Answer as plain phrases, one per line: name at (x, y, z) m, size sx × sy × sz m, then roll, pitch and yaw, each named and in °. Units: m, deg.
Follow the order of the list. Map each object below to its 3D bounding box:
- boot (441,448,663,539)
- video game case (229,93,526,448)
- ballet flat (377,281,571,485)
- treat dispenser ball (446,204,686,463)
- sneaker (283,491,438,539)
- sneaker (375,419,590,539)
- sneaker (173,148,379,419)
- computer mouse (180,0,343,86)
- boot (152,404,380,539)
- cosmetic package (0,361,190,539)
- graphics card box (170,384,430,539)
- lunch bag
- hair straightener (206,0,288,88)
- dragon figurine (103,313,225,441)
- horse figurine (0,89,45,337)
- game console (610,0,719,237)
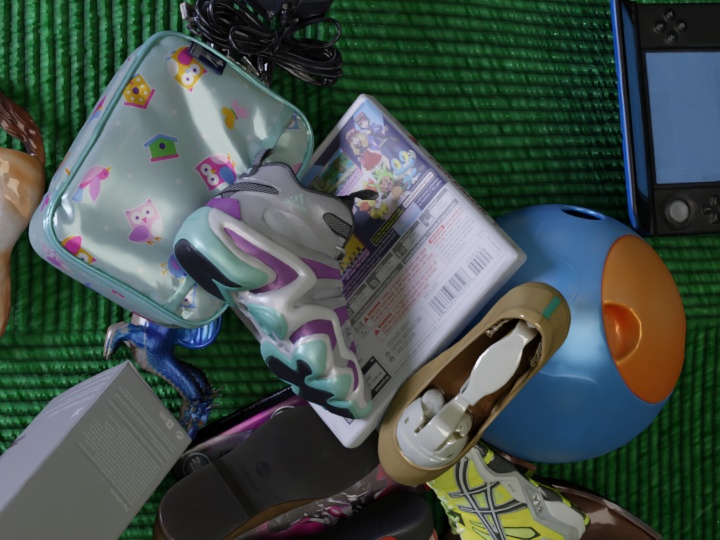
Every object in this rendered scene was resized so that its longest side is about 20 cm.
boot at (0.136, 0.268, 1.136) m, size 0.186 × 0.064 × 0.200 m, roll 24°, pitch 86°, yaw -3°
video game case at (0.000, 0.000, 1.019) m, size 0.200 × 0.023 × 0.182 m, roll -50°, pitch 66°, yaw 18°
ballet flat at (0.069, 0.087, 0.950) m, size 0.069 × 0.063 × 0.200 m, roll 38°, pitch 115°, yaw 3°
treat dispenser ball at (0.151, 0.049, 1.054) m, size 0.201 × 0.201 × 0.201 m, roll -1°, pitch 94°, yaw -14°
sneaker at (-0.028, 0.257, 1.054) m, size 0.201 × 0.067 × 0.108 m, roll -20°, pitch 117°, yaw -17°
sneaker at (0.089, 0.174, 1.052) m, size 0.200 × 0.075 × 0.076 m, roll 35°, pitch 91°, yaw -17°
sneaker at (-0.025, 0.001, 0.965) m, size 0.140 × 0.078 × 0.200 m, roll -50°, pitch 121°, yaw -24°
computer mouse at (-0.067, -0.249, 1.042) m, size 0.138 × 0.053 × 0.200 m, roll 16°, pitch 77°, yaw -35°
boot at (-0.071, 0.160, 1.033) m, size 0.200 × 0.075 × 0.074 m, roll -22°, pitch 73°, yaw -28°
cosmetic package at (-0.221, 0.167, 0.959) m, size 0.090 × 0.107 × 0.200 m, roll 54°, pitch 37°, yaw -13°
graphics card box at (-0.044, 0.156, 1.091) m, size 0.200 × 0.051 × 0.126 m, roll -25°, pitch 100°, yaw -10°
lunch bag at (-0.130, -0.066, 0.986) m, size 0.160 × 0.077 × 0.200 m, roll 33°, pitch 75°, yaw -17°
hair straightener at (-0.093, -0.133, 1.070) m, size 0.077 × 0.041 × 0.200 m, roll 6°, pitch 88°, yaw -14°
dragon figurine at (-0.141, 0.030, 1.053) m, size 0.099 × 0.059 × 0.200 m, roll 11°, pitch 86°, yaw -15°
horse figurine at (-0.292, -0.046, 1.013) m, size 0.132 × 0.050 × 0.200 m, roll 29°, pitch 81°, yaw -26°
game console at (0.266, -0.131, 1.100) m, size 0.171 × 0.118 × 0.200 m, roll -4°, pitch 88°, yaw -15°
